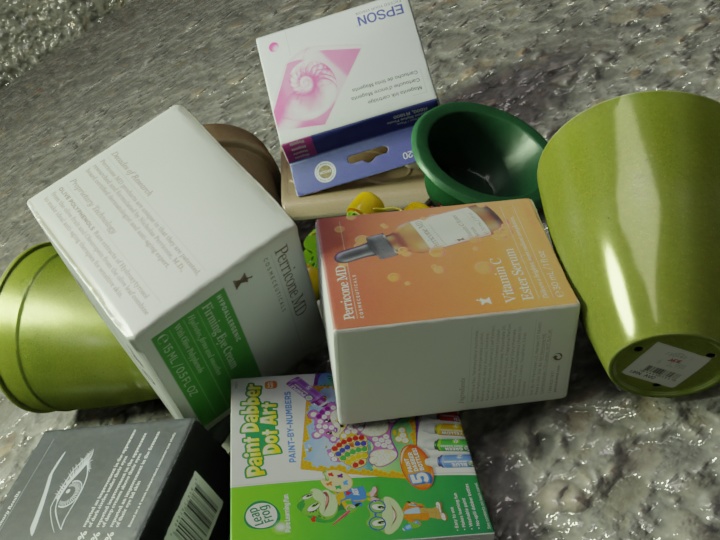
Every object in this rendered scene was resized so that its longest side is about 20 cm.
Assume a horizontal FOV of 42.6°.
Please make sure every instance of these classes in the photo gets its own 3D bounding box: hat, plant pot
[{"bbox_3d":[0.112,-0.079,1.083,0.198,0.177,0.166,24,49,5],"label":"hat"},{"bbox_3d":[-0.164,-0.052,1.141,0.199,0.201,0.175,-34,51,-6],"label":"plant pot"},{"bbox_3d":[-0.281,0.072,1.055,0.191,0.202,0.201,3,43,24],"label":"plant pot"},{"bbox_3d":[0.241,-0.007,0.753,0.185,0.187,0.202,-14,50,24],"label":"plant pot"}]

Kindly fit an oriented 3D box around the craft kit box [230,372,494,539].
[{"bbox_3d":[-0.008,0.159,0.753,0.195,0.049,0.201,-5,33,-5],"label":"craft kit box"}]

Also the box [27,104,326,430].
[{"bbox_3d":[-0.162,0.003,0.863,0.171,0.200,0.200,-37,59,-16],"label":"box"}]

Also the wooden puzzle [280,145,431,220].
[{"bbox_3d":[-0.010,-0.127,1.184,0.183,0.047,0.201,-6,39,-1],"label":"wooden puzzle"}]

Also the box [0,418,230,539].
[{"bbox_3d":[-0.223,0.227,0.831,0.198,0.105,0.149,-9,41,31],"label":"box"}]

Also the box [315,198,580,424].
[{"bbox_3d":[0.067,0.031,0.794,0.197,0.107,0.153,-6,39,-6],"label":"box"}]

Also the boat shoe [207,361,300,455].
[{"bbox_3d":[-0.110,0.108,0.939,0.061,0.073,0.201,27,60,11],"label":"boat shoe"}]

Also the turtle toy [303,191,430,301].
[{"bbox_3d":[0.000,0.000,0.981,0.199,0.101,0.146,16,59,45],"label":"turtle toy"}]

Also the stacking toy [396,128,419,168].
[{"bbox_3d":[0.041,-0.208,1.165,0.145,0.146,0.201,-29,58,1],"label":"stacking toy"}]

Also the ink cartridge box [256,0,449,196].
[{"bbox_3d":[-0.011,-0.212,1.105,0.194,0.043,0.202,-16,75,4],"label":"ink cartridge box"}]
